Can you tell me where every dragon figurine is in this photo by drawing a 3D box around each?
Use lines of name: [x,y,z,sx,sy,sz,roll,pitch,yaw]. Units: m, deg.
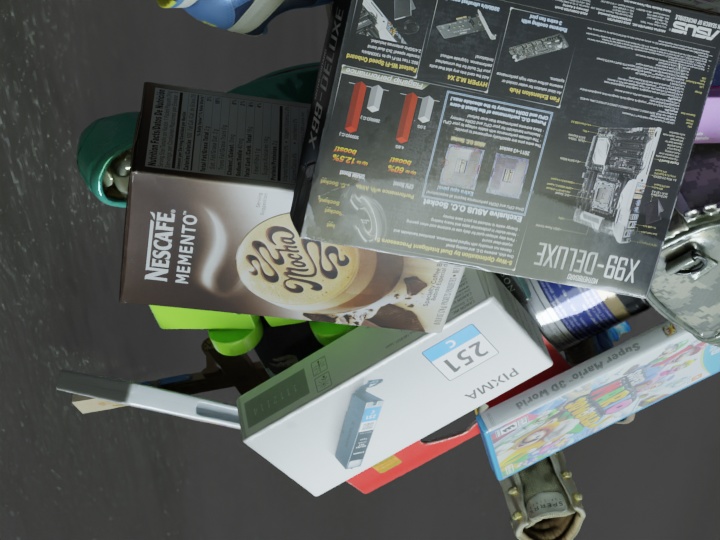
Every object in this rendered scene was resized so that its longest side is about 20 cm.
dragon figurine: [0.199,0.069,1.090,0.059,0.100,0.200,-21,154,22]

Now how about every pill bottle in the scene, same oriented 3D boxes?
pill bottle: [0.106,0.020,0.972,0.200,0.112,0.112,-27,138,19]

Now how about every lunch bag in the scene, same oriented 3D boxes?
lunch bag: [0.223,-0.057,0.841,0.168,0.200,0.139,19,132,-33]

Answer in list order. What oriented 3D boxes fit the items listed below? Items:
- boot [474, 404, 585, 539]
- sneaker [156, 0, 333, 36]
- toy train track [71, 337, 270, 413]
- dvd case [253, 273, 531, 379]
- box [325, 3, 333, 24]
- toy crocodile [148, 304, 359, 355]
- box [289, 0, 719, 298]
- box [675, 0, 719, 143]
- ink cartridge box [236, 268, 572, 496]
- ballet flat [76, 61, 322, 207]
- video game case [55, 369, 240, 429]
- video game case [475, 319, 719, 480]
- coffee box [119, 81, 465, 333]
boot: [0.136,0.135,1.081,0.072,0.155,0.200,-15,142,3]
sneaker: [-0.025,-0.199,0.713,0.200,0.074,0.082,-30,140,32]
toy train track: [-0.136,0.081,1.052,0.200,0.033,0.115,-11,148,8]
dvd case: [0.000,0.000,0.923,0.200,0.022,0.146,-27,96,17]
box: [0.060,-0.190,0.726,0.078,0.095,0.200,11,137,-26]
toy crocodile: [-0.058,0.013,0.899,0.200,0.062,0.068,-5,134,20]
box: [0.076,-0.080,0.683,0.200,0.050,0.158,9,106,-12]
box: [0.203,-0.137,0.789,0.200,0.137,0.039,-2,139,-11]
ink cartridge box: [0.043,0.097,0.916,0.200,0.045,0.176,-31,135,15]
ballet flat: [-0.084,-0.079,0.839,0.200,0.070,0.067,-13,140,1]
video game case: [-0.114,0.108,0.990,0.200,0.018,0.143,17,171,-31]
video game case: [0.184,0.090,0.968,0.200,0.018,0.143,-26,155,-1]
coffee box: [-0.038,-0.034,0.774,0.200,0.080,0.113,6,137,-9]
